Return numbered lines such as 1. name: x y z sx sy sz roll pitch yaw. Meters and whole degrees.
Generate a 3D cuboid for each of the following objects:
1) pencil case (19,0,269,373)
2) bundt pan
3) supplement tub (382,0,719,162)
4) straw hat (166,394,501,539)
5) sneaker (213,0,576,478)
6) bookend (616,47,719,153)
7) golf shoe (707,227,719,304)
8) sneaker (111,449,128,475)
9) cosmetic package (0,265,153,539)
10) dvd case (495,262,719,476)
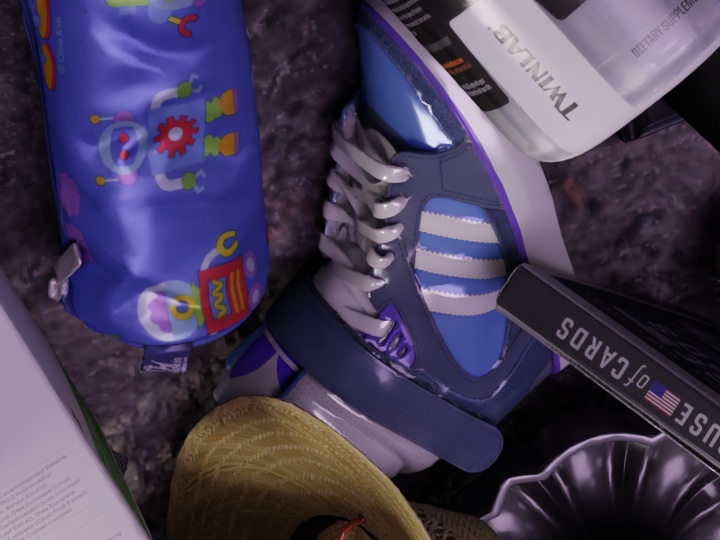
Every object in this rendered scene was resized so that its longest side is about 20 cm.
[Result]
1. pencil case: -0.083 -0.066 0.872 0.086 0.078 0.201 -19 121 -23
2. bundt pan: 0.115 0.144 1.047 0.200 0.076 0.203 -3 111 -7
3. supplement tub: 0.040 -0.146 0.826 0.122 0.123 0.200 -43 101 5
4. straw hat: 0.015 0.132 0.942 0.085 0.201 0.202 -18 124 -36
5. sneaker: 0.000 0.000 0.937 0.146 0.081 0.201 -32 129 -7
6. bookend: 0.217 -0.084 0.906 0.197 0.200 0.093 -22 122 -9
7. golf shoe: 0.244 0.016 1.026 0.199 0.095 0.078 19 112 2
8. sneaker: -0.084 0.126 0.939 0.199 0.141 0.078 -27 138 26
9. cosmetic package: -0.160 0.034 0.880 0.084 0.108 0.201 -29 124 -4
10. dvd case: 0.154 0.057 0.940 0.025 0.150 0.200 -59 150 9
